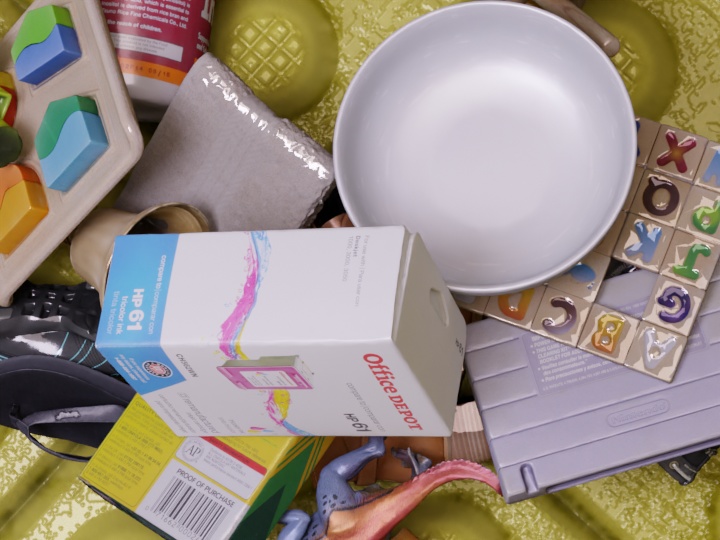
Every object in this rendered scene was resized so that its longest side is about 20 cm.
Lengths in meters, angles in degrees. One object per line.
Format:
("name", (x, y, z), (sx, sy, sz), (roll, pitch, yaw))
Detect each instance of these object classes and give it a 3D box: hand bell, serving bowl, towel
("hand bell", (-0.209, -0.031, 1.488), (0.200, 0.104, 0.104), (25, 84, 37))
("serving bowl", (0.084, -0.074, 1.373), (0.200, 0.066, 0.200), (-2, 74, 7))
("towel", (-0.102, -0.045, 1.476), (0.133, 0.034, 0.200), (40, 127, 6))

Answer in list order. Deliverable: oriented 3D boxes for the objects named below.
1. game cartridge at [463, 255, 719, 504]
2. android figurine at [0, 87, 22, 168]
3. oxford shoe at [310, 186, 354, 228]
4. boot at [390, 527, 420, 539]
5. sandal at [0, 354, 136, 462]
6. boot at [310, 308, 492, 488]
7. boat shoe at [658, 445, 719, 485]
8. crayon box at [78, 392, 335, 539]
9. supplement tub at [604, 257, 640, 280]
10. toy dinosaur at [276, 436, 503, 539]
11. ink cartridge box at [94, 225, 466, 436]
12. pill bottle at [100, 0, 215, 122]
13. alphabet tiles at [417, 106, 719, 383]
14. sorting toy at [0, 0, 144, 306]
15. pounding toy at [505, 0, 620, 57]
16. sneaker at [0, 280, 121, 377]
("game cartridge", (0.175, 0.068, 1.380), (0.200, 0.038, 0.130), (-16, 65, 0))
("android figurine", (-0.315, -0.096, 1.491), (0.200, 0.041, 0.182), (36, 106, 44))
("oxford shoe", (0.000, 0.000, 1.450), (0.071, 0.071, 0.200), (-33, 52, 10))
("boot", (0.077, 0.238, 1.468), (0.201, 0.071, 0.144), (-36, 86, 3))
("sandal", (-0.185, 0.111, 1.480), (0.200, 0.076, 0.043), (15, 46, -3))
("boot", (0.020, 0.057, 1.500), (0.155, 0.077, 0.200), (-11, 90, 5))
("boat shoe", (0.171, 0.077, 1.487), (0.200, 0.072, 0.068), (35, 109, 11))
("crayon box", (-0.084, 0.097, 1.419), (0.127, 0.051, 0.200), (28, 77, 30))
("supplement tub", (0.147, -0.064, 1.476), (0.122, 0.123, 0.200), (-39, 84, -2))
("toy dinosaur", (-0.034, 0.179, 1.411), (0.105, 0.200, 0.182), (46, 67, -24))
("ink cartridge box", (-0.046, 0.042, 1.318), (0.200, 0.145, 0.085), (-3, 61, 19))
("pill bottle", (-0.159, -0.216, 1.512), (0.113, 0.113, 0.200), (7, 84, 3))
("alphabet tiles", (0.144, -0.035, 1.392), (0.200, 0.008, 0.167), (20, 79, 12))
("sorting toy", (-0.230, -0.102, 1.450), (0.200, 0.036, 0.185), (-46, 50, 35))
("pounding toy", (0.116, -0.237, 1.466), (0.200, 0.184, 0.142), (27, 85, 5))
("sneaker", (-0.208, 0.049, 1.506), (0.200, 0.075, 0.079), (7, 128, 7))
